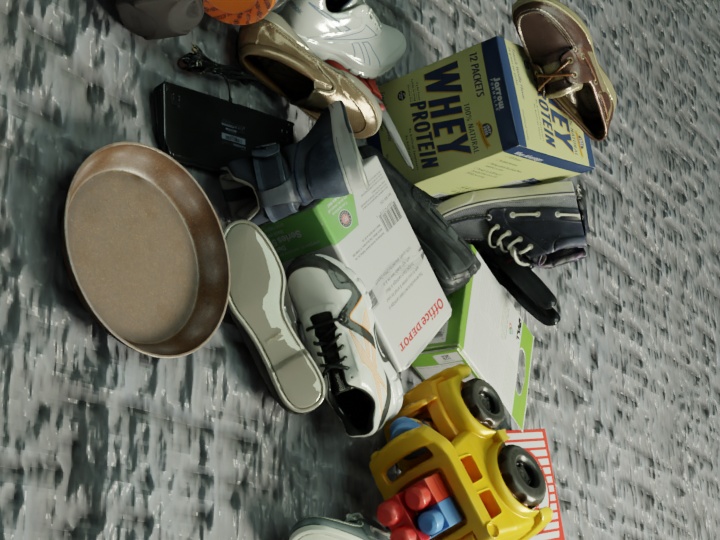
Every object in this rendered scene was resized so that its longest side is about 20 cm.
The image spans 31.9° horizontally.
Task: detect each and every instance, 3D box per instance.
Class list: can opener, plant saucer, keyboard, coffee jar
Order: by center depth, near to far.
[{"bbox_3d":[-0.197,-0.016,1.136,0.200,0.034,0.201,25,57,-46],"label":"plant saucer"},{"bbox_3d":[-0.201,-0.328,1.204,0.104,0.085,0.201,96,-15,-78],"label":"coffee jar"},{"bbox_3d":[-0.137,-0.158,1.293,0.200,0.021,0.128,12,73,-53],"label":"keyboard"},{"bbox_3d":[0.194,0.004,1.571,0.064,0.078,0.200,60,-2,-30],"label":"can opener"}]

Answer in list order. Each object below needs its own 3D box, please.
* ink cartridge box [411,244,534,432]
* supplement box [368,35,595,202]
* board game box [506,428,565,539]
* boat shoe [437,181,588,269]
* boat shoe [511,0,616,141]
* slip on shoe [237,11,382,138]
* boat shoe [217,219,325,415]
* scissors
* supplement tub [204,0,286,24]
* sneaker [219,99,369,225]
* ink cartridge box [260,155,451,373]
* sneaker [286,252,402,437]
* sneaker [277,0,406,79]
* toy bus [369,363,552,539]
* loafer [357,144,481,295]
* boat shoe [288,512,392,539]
[{"bbox_3d":[0.135,0.089,1.517,0.200,0.075,0.148,52,38,-42],"label":"ink cartridge box"},{"bbox_3d":[0.144,-0.169,1.528,0.200,0.199,0.135,6,71,-53],"label":"supplement box"},{"bbox_3d":[0.168,0.269,1.506,0.200,0.046,0.152,6,71,-53],"label":"board game box"},{"bbox_3d":[0.183,-0.046,1.536,0.075,0.199,0.093,69,12,-60],"label":"boat shoe"},{"bbox_3d":[0.236,-0.228,1.446,0.200,0.072,0.072,51,37,-36],"label":"boat shoe"},{"bbox_3d":[-0.056,-0.199,1.372,0.200,0.076,0.061,41,40,-33],"label":"slip on shoe"},{"bbox_3d":[-0.095,0.049,1.242,0.067,0.057,0.201,-23,91,-19],"label":"boat shoe"},{"bbox_3d":[0.022,-0.199,1.469,0.073,0.014,0.200,-14,62,-53],"label":"scissors"},{"bbox_3d":[-0.107,-0.354,1.324,0.123,0.122,0.200,50,38,-29],"label":"supplement tub"},{"bbox_3d":[-0.071,-0.110,1.293,0.202,0.146,0.077,-96,166,-72],"label":"sneaker"},{"bbox_3d":[0.000,0.000,1.357,0.145,0.084,0.201,-44,111,-52],"label":"ink cartridge box"},{"bbox_3d":[-0.018,0.076,1.262,0.201,0.073,0.080,63,25,-12],"label":"sneaker"},{"bbox_3d":[-0.010,-0.276,1.433,0.200,0.087,0.075,-1,48,-49],"label":"sneaker"},{"bbox_3d":[0.075,0.212,1.299,0.192,0.136,0.201,-5,63,-55],"label":"toy bus"},{"bbox_3d":[0.060,-0.064,1.444,0.070,0.068,0.201,-33,82,-27],"label":"loafer"},{"bbox_3d":[-0.006,0.278,1.256,0.200,0.073,0.062,35,28,-41],"label":"boat shoe"}]
